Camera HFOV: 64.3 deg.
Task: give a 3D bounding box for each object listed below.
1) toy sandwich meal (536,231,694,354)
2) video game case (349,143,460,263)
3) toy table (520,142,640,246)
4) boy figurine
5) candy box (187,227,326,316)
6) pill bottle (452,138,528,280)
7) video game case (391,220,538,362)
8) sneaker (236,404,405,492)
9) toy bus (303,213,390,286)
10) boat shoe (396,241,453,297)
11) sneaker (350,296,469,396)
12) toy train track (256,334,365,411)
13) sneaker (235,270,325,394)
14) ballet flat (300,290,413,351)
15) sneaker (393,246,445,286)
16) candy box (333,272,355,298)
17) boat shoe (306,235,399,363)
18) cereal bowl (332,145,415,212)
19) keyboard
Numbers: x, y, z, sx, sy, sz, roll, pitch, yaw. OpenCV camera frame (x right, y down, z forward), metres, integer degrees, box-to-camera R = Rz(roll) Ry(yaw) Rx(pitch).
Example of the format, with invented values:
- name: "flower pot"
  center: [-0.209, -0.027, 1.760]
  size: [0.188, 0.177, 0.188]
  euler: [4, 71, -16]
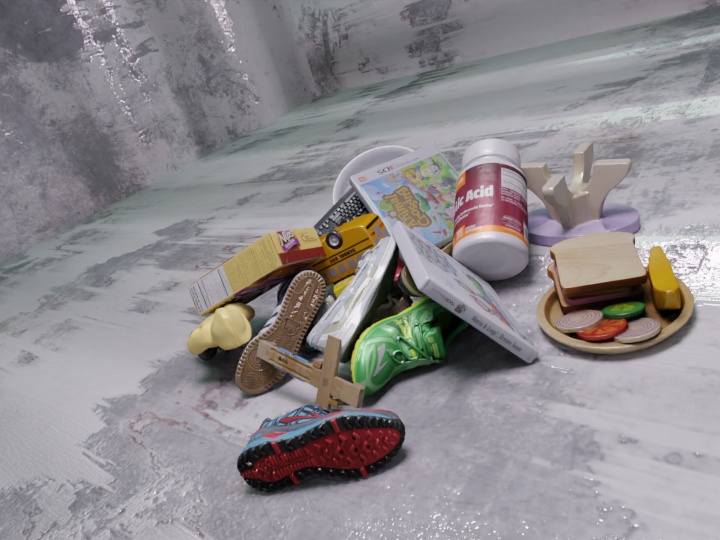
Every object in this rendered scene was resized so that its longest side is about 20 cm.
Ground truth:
- name: "toy sandwich meal"
  center: [0.311, 0.022, 0.718]
  size: [0.202, 0.071, 0.206]
  euler: [-17, 24, 8]
- name: "video game case"
  center: [0.103, -0.123, 0.990]
  size: [0.180, 0.022, 0.201]
  euler: [-24, 59, -16]
- name: "toy table"
  center: [0.343, -0.119, 0.933]
  size: [0.197, 0.119, 0.184]
  euler: [-3, 30, 31]
- name: "boy figurine"
  center: [-0.212, 0.092, 0.895]
  size: [0.123, 0.065, 0.199]
  euler: [-33, 4, -29]
- name: "candy box"
  center: [-0.164, 0.002, 0.907]
  size: [0.198, 0.057, 0.116]
  euler: [-27, -7, 32]
- name: "pill bottle"
  center: [0.203, -0.098, 0.893]
  size: [0.112, 0.114, 0.203]
  euler: [-8, 55, 25]
- name: "video game case"
  center: [0.130, 0.021, 0.755]
  size: [0.024, 0.181, 0.201]
  euler: [-51, 19, 15]
- name: "sneaker"
  center: [-0.044, 0.180, 0.655]
  size: [0.196, 0.080, 0.096]
  euler: [-14, 23, 13]
- name: "toy bus"
  center: [-0.047, -0.026, 0.949]
  size: [0.198, 0.079, 0.065]
  euler: [-26, 13, 32]
- name: "boat shoe"
  center: [0.112, 0.006, 0.893]
  size: [0.066, 0.072, 0.200]
  euler: [-36, -7, 38]
- name: "sneaker"
  center: [0.067, 0.093, 0.755]
  size: [0.199, 0.075, 0.083]
  euler: [-34, 24, -29]
- name: "toy train track"
  center: [-0.064, 0.132, 0.752]
  size: [0.198, 0.117, 0.032]
  euler: [16, 7, 41]
- name: "sneaker"
  center: [-0.121, 0.088, 0.871]
  size: [0.202, 0.070, 0.108]
  euler: [-58, 12, -2]
- name: "ballet flat"
  center: [-0.013, 0.066, 0.871]
  size: [0.196, 0.076, 0.068]
  euler: [-13, 27, 16]
- name: "sneaker"
  center: [0.102, -0.046, 1.000]
  size: [0.199, 0.088, 0.073]
  euler: [-37, 29, -32]
- name: "candy box"
  center: [0.000, 0.000, 0.989]
  size: [0.101, 0.027, 0.200]
  euler: [-32, 10, 2]
- name: "boat shoe"
  center: [-0.002, 0.030, 0.798]
  size: [0.064, 0.075, 0.204]
  euler: [21, 65, 16]
- name: "cereal bowl"
  center: [0.049, -0.133, 1.090]
  size: [0.196, 0.084, 0.203]
  euler: [-7, 59, 12]
- name: "keyboard"
  center: [-0.002, -0.094, 1.025]
  size: [0.127, 0.021, 0.200]
  euler: [37, 78, 30]
